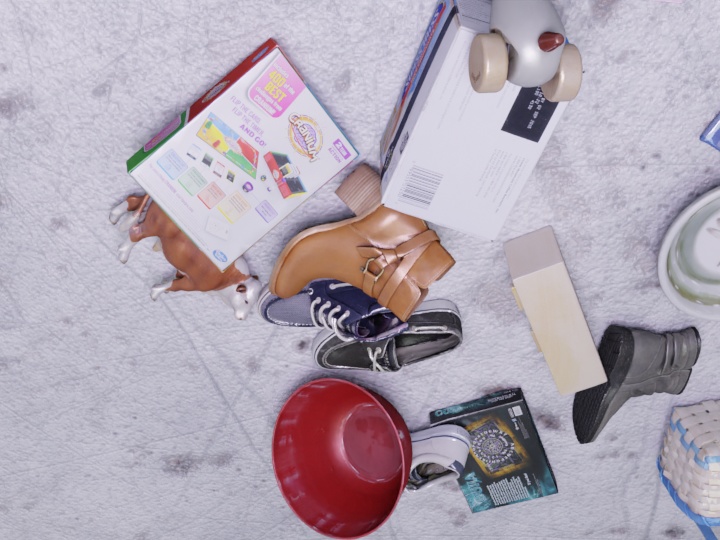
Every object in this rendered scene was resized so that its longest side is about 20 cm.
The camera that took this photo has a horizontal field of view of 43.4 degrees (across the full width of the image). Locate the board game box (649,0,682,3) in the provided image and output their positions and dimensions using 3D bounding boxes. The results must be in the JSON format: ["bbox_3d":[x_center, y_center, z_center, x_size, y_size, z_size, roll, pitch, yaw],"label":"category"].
[{"bbox_3d":[0.223,-0.356,0.824,0.197,0.044,0.201,4,125,-4],"label":"board game box"}]

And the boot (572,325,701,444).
[{"bbox_3d":[0.365,0.157,1.189,0.129,0.068,0.202,5,127,-12],"label":"boot"}]

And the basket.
[{"bbox_3d":[0.483,0.294,1.219,0.137,0.177,0.203,-4,115,-3],"label":"basket"}]

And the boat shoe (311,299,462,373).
[{"bbox_3d":[0.031,0.091,1.129,0.197,0.064,0.071,-17,125,11],"label":"boat shoe"}]

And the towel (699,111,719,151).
[{"bbox_3d":[0.483,-0.185,0.968,0.145,0.024,0.201,26,121,-18],"label":"towel"}]

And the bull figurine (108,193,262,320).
[{"bbox_3d":[-0.200,-0.017,1.043,0.120,0.066,0.201,-21,123,12],"label":"bull figurine"}]

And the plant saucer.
[{"bbox_3d":[0.442,-0.031,1.060,0.197,0.051,0.202,0,125,-1],"label":"plant saucer"}]

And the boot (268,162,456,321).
[{"bbox_3d":[0.000,0.000,1.022,0.155,0.077,0.200,46,105,8],"label":"boot"}]

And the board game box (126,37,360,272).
[{"bbox_3d":[-0.121,-0.118,0.952,0.199,0.040,0.153,-39,120,2],"label":"board game box"}]

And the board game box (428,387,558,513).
[{"bbox_3d":[0.190,0.258,1.275,0.133,0.028,0.202,-16,124,13],"label":"board game box"}]

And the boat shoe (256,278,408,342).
[{"bbox_3d":[-0.031,0.045,1.076,0.197,0.093,0.075,-14,125,8],"label":"boat shoe"}]

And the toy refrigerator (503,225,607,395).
[{"bbox_3d":[0.235,0.053,1.101,0.069,0.076,0.201,-19,125,13],"label":"toy refrigerator"}]

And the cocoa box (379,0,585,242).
[{"bbox_3d":[0.112,-0.159,0.908,0.132,0.132,0.202,16,124,-12],"label":"cocoa box"}]

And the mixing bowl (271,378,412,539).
[{"bbox_3d":[-0.006,0.235,1.178,0.198,0.108,0.204,1,93,31],"label":"mixing bowl"}]

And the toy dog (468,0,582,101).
[{"bbox_3d":[0.139,-0.239,0.756,0.130,0.096,0.202,-22,89,-16],"label":"toy dog"}]

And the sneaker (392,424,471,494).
[{"bbox_3d":[0.061,0.268,1.235,0.199,0.071,0.073,-29,118,36],"label":"sneaker"}]
